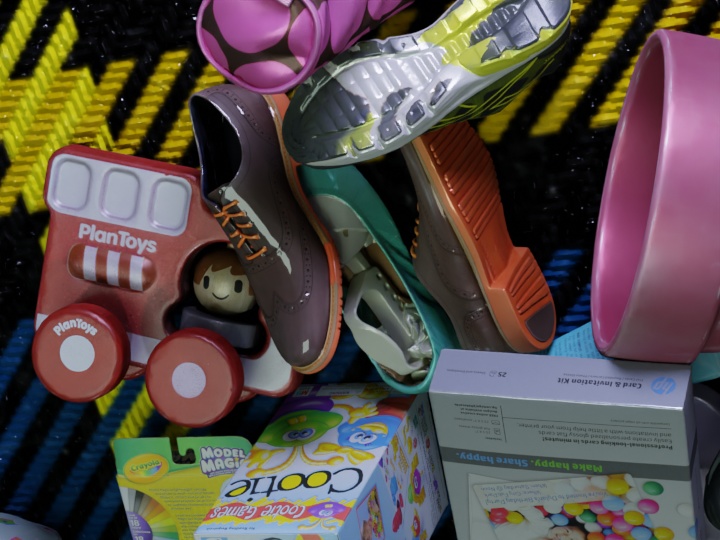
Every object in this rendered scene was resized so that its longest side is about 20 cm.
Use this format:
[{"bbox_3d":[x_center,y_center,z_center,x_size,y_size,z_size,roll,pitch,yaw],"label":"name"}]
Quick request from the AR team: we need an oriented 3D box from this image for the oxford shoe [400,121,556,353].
[{"bbox_3d":[0.056,-0.028,1.525,0.073,0.071,0.200,-14,109,34],"label":"oxford shoe"}]

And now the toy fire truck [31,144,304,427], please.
[{"bbox_3d":[-0.130,0.009,1.595,0.199,0.112,0.168,11,100,13],"label":"toy fire truck"}]

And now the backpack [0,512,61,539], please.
[{"bbox_3d":[-0.324,0.259,1.746,0.199,0.176,0.154,2,100,20],"label":"backpack"}]

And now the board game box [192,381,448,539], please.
[{"bbox_3d":[-0.023,0.168,1.574,0.103,0.200,0.105,-2,115,20],"label":"board game box"}]

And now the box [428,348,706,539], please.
[{"bbox_3d":[0.132,0.137,1.432,0.155,0.041,0.200,4,134,17],"label":"box"}]

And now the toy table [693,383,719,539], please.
[{"bbox_3d":[0.180,0.180,1.559,0.183,0.117,0.200,19,120,9],"label":"toy table"}]

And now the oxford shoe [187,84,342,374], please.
[{"bbox_3d":[-0.068,-0.027,1.513,0.071,0.072,0.200,-31,69,39],"label":"oxford shoe"}]

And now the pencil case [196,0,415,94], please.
[{"bbox_3d":[-0.013,-0.182,1.394,0.091,0.200,0.094,46,133,-1],"label":"pencil case"}]

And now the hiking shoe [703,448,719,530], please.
[{"bbox_3d":[0.307,0.107,1.452,0.200,0.087,0.075,-30,102,-1],"label":"hiking shoe"}]

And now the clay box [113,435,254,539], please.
[{"bbox_3d":[-0.106,0.201,1.709,0.115,0.048,0.200,-2,115,19],"label":"clay box"}]

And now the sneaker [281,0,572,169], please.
[{"bbox_3d":[0.048,-0.111,1.443,0.200,0.085,0.075,-26,65,5],"label":"sneaker"}]

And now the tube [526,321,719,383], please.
[{"bbox_3d":[0.148,0.069,1.550,0.200,0.050,0.078,-26,71,29],"label":"tube"}]

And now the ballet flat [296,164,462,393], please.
[{"bbox_3d":[0.000,0.000,1.557,0.067,0.070,0.200,-29,103,29],"label":"ballet flat"}]

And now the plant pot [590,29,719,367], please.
[{"bbox_3d":[0.245,-0.032,1.396,0.179,0.200,0.200,9,120,-4],"label":"plant pot"}]
